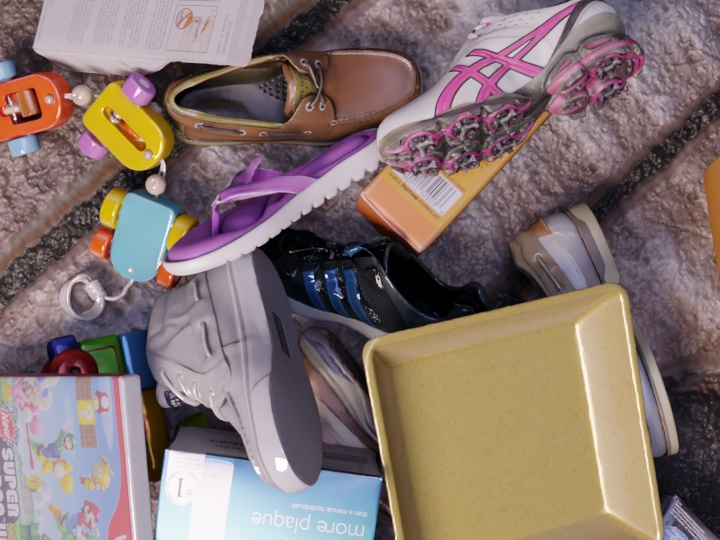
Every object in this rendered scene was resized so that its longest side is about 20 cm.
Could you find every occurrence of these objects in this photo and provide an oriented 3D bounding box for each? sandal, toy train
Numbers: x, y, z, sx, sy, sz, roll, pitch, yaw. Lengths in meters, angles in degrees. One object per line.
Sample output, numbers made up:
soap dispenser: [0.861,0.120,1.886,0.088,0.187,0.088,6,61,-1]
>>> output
sandal: [-0.065,-0.060,0.919,0.203,0.082,0.050,-35,109,-31]
toy train: [-0.196,-0.071,0.955,0.150,0.056,0.200,-17,98,20]
toy train: [-0.156,0.138,0.932,0.116,0.085,0.200,-12,87,-19]

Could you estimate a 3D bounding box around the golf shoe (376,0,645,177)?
golf shoe: [0.096,-0.134,0.917,0.200,0.073,0.092,-25,63,-9]

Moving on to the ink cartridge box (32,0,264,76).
ink cartridge box: [-0.133,-0.220,0.922,0.200,0.050,0.161,10,84,28]

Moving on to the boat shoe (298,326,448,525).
boat shoe: [0.001,0.138,0.950,0.072,0.076,0.200,-36,87,4]

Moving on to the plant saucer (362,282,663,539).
plant saucer: [0.103,0.122,0.900,0.200,0.048,0.200,-12,97,-17]

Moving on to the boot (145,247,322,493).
boot: [-0.089,0.078,0.859,0.095,0.200,0.074,-27,134,12]

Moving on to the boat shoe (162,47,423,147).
boat shoe: [-0.047,-0.128,0.961,0.200,0.068,0.072,-12,87,-6]

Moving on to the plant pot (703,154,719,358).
plant pot: [0.341,-0.010,0.939,0.200,0.200,0.184,-15,71,-6]

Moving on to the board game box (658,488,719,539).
board game box: [0.226,0.304,0.960,0.200,0.062,0.200,-44,91,-6]

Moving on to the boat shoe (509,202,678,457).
boat shoe: [0.175,0.053,0.972,0.068,0.075,0.200,-22,81,0]

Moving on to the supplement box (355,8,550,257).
supplement box: [0.087,-0.102,0.974,0.069,0.067,0.200,45,83,2]

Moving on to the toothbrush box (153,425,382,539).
toothbrush box: [-0.070,0.219,0.878,0.146,0.085,0.200,9,95,-1]

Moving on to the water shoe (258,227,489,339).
water shoe: [0.000,0.000,0.937,0.200,0.079,0.072,25,40,2]

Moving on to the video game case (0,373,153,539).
video game case: [-0.219,0.142,0.882,0.200,0.017,0.143,-4,91,37]

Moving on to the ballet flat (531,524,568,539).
ballet flat: [0.143,0.252,0.915,0.067,0.200,0.064,16,128,-12]
